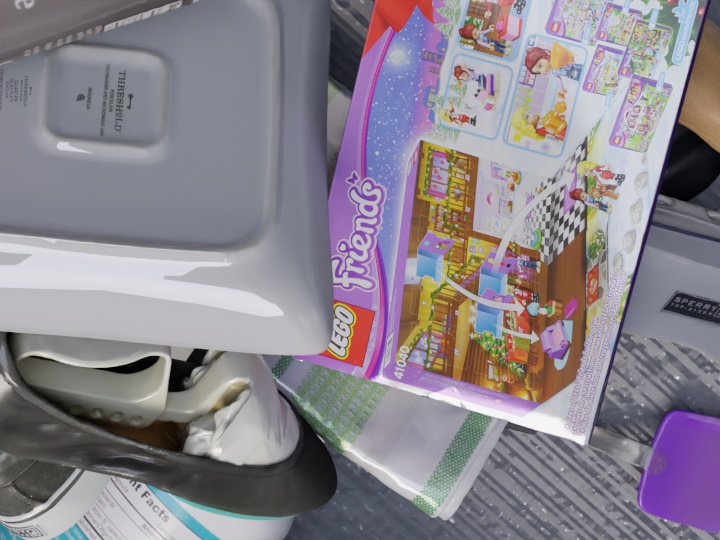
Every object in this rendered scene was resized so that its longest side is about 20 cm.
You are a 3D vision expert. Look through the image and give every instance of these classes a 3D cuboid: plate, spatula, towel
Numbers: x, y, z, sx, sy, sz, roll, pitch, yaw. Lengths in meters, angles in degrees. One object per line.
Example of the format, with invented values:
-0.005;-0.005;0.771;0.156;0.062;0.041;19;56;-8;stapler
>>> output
-0.107;-0.064;0.949;0.199;0.032;0.201;5;58;-8;plate
0.104;0.079;1.116;0.199;0.021;0.057;17;95;-1;spatula
0.000;0.000;1.054;0.200;0.031;0.150;39;62;-11;towel

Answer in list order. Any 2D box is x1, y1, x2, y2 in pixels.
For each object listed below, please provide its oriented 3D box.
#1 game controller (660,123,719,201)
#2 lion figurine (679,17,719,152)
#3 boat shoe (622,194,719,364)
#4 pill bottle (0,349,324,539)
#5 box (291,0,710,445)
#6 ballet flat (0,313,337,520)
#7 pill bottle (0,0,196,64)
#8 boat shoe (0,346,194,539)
0.095;-0.112;1.076;0.104;0.042;0.201;-30;100;-8;game controller
0.144;-0.093;1.026;0.199;0.072;0.123;18;79;-6;lion figurine
0.166;0.000;1.065;0.199;0.066;0.074;21;126;-33;boat shoe
-0.107;0.120;1.083;0.200;0.111;0.111;-43;98;8;pill bottle
0.059;-0.041;0.973;0.136;0.039;0.201;16;104;9;box
-0.082;0.060;0.961;0.199;0.068;0.068;14;134;-31;ballet flat
-0.116;-0.148;0.902;0.199;0.111;0.111;-20;101;-10;pill bottle
-0.118;0.024;1.034;0.070;0.201;0.064;1;142;33;boat shoe
